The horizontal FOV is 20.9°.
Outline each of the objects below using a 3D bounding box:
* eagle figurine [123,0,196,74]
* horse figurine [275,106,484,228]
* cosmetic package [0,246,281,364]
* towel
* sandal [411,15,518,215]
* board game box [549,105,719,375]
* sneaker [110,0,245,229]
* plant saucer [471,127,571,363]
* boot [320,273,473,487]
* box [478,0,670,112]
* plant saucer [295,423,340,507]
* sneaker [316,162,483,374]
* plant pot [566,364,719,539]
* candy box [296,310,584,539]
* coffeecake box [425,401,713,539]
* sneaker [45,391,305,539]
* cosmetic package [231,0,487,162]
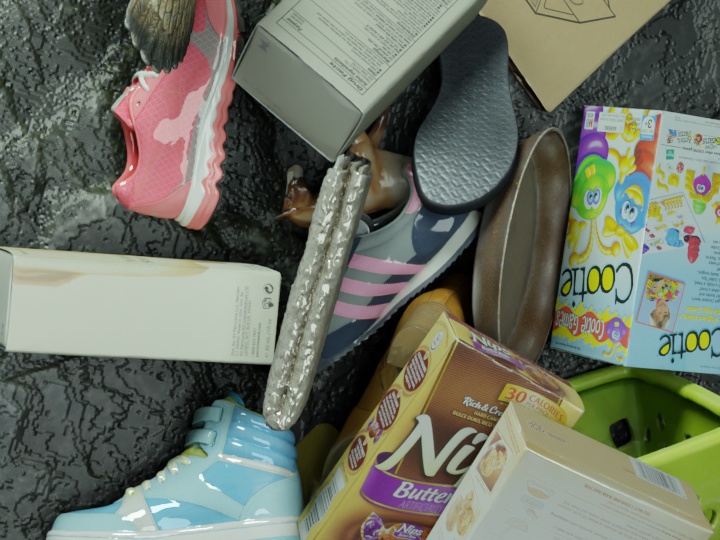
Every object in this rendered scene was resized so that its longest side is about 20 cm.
[{"bbox_3d":[-0.141,-0.255,1.369,0.151,0.152,0.200,-38,65,1],"label":"eagle figurine"},{"bbox_3d":[0.042,-0.085,1.524,0.200,0.050,0.133,11,86,-18],"label":"horse figurine"},{"bbox_3d":[-0.169,0.025,1.430,0.200,0.105,0.071,4,93,-22],"label":"cosmetic package"},{"bbox_3d":[-0.032,0.012,1.403,0.034,0.133,0.200,16,96,2],"label":"towel"},{"bbox_3d":[0.083,-0.113,1.474,0.076,0.043,0.200,9,49,3],"label":"sandal"},{"bbox_3d":[0.234,-0.025,1.564,0.105,0.103,0.200,7,93,-31],"label":"board game box"},{"bbox_3d":[-0.138,-0.133,1.441,0.087,0.074,0.200,7,91,-16],"label":"sneaker"},{"bbox_3d":[0.124,-0.013,1.510,0.032,0.200,0.200,10,93,19],"label":"plant saucer"},{"bbox_3d":[0.038,0.106,1.506,0.071,0.144,0.201,24,109,11],"label":"boot"},{"bbox_3d":[0.174,-0.253,1.569,0.200,0.021,0.164,-42,107,-12],"label":"box"},{"bbox_3d":[-0.031,0.258,1.533,0.200,0.048,0.200,-43,108,-11],"label":"plant saucer"},{"bbox_3d":[0.000,0.000,1.493,0.200,0.070,0.082,-43,98,10],"label":"sneaker"},{"bbox_3d":[0.195,0.201,1.535,0.199,0.200,0.182,-16,106,-18],"label":"plant pot"},{"bbox_3d":[0.056,0.142,1.408,0.117,0.056,0.200,29,104,-18],"label":"candy box"},{"bbox_3d":[0.127,0.217,1.375,0.153,0.073,0.200,25,108,-14],"label":"coffeecake box"},{"bbox_3d":[-0.138,0.158,1.478,0.200,0.080,0.131,-2,72,-3],"label":"sneaker"},{"bbox_3d":[0.009,-0.184,1.436,0.104,0.073,0.200,41,56,4],"label":"cosmetic package"}]
